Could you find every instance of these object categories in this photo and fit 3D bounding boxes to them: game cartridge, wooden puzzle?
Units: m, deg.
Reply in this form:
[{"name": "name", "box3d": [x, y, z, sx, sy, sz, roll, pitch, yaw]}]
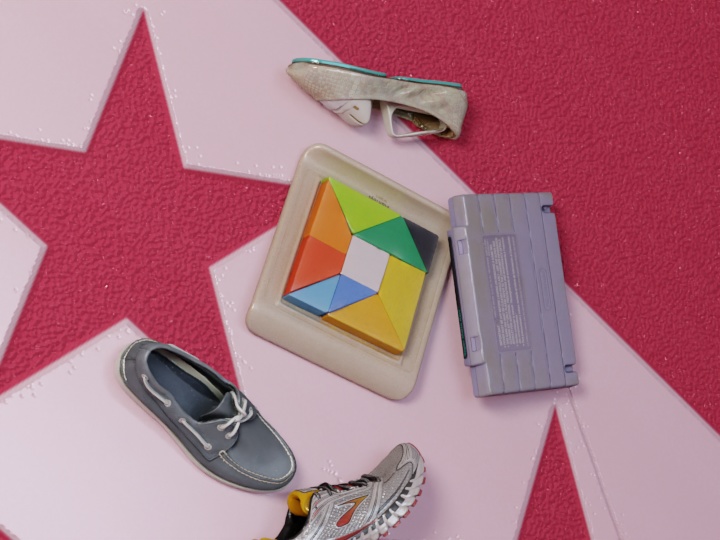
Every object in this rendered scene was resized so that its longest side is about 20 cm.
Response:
[{"name": "game cartridge", "box3d": [0.150, 0.023, 1.749, 0.129, 0.038, 0.201, -3, 83, -33]}, {"name": "wooden puzzle", "box3d": [0.000, 0.000, 1.687, 0.185, 0.037, 0.201, 27, 68, -20]}]

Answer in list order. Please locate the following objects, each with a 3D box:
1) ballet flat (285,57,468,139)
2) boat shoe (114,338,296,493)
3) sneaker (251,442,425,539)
[{"name": "ballet flat", "box3d": [0.020, -0.164, 1.718, 0.199, 0.067, 0.063, 6, 86, -26]}, {"name": "boat shoe", "box3d": [-0.132, 0.132, 1.576, 0.200, 0.062, 0.073, 41, 64, -14]}, {"name": "sneaker", "box3d": [-0.018, 0.221, 1.607, 0.200, 0.078, 0.082, -40, 97, -28]}]
